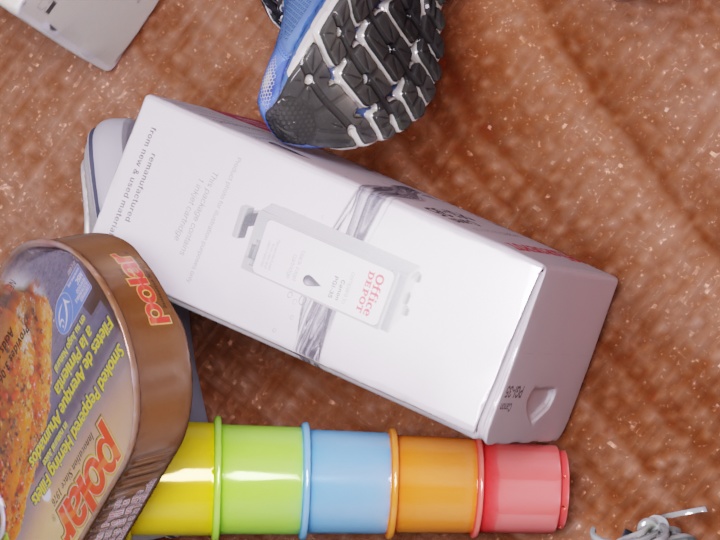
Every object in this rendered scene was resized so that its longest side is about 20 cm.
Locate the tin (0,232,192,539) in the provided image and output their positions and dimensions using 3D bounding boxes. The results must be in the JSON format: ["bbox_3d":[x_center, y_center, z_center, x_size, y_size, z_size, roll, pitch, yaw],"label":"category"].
[{"bbox_3d":[-0.132,0.068,1.228,0.112,0.042,0.200,60,138,27],"label":"tin"}]

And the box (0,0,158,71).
[{"bbox_3d":[-0.187,-0.200,1.353,0.200,0.128,0.109,34,91,18],"label":"box"}]

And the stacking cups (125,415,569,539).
[{"bbox_3d":[-0.007,0.096,1.263,0.200,0.061,0.061,2,82,-2],"label":"stacking cups"}]

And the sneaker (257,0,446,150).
[{"bbox_3d":[-0.010,-0.118,1.286,0.089,0.200,0.079,-11,122,28],"label":"sneaker"}]

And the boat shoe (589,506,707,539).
[{"bbox_3d":[0.118,0.140,1.241,0.200,0.075,0.062,-9,87,17],"label":"boat shoe"}]

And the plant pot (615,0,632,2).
[{"bbox_3d":[0.119,-0.230,1.248,0.200,0.200,0.177,-36,84,8],"label":"plant pot"}]

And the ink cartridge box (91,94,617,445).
[{"bbox_3d":[0.000,0.000,1.257,0.200,0.146,0.083,24,95,18],"label":"ink cartridge box"}]

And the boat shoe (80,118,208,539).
[{"bbox_3d":[-0.118,0.030,1.332,0.070,0.071,0.200,-11,87,15],"label":"boat shoe"}]
